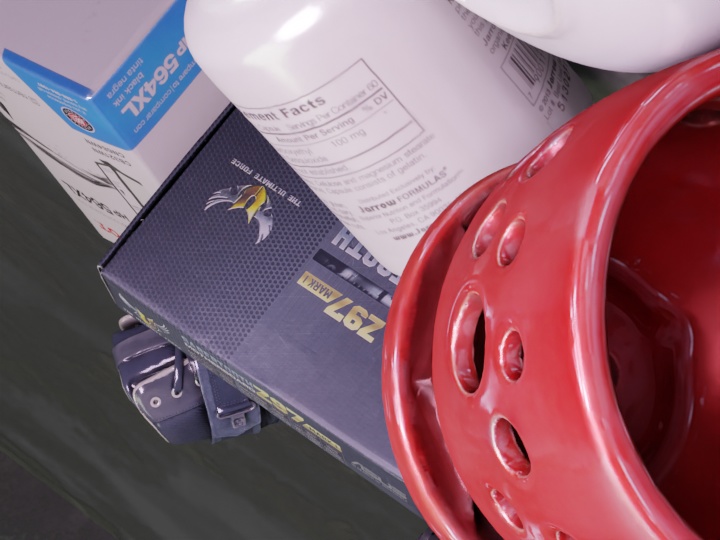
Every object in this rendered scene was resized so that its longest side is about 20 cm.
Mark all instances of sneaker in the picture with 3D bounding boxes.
[{"bbox_3d":[-0.061,0.010,1.421,0.077,0.145,0.203,-103,5,-50],"label":"sneaker"}]

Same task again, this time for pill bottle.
[{"bbox_3d":[-0.005,-0.100,1.091,0.200,0.115,0.114,47,163,-29],"label":"pill bottle"}]

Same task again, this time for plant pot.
[{"bbox_3d":[0.114,0.031,0.981,0.200,0.201,0.182,43,155,-17],"label":"plant pot"}]

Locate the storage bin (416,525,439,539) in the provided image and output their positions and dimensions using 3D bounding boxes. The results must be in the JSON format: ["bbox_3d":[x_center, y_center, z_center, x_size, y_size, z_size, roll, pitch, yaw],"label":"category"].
[{"bbox_3d":[0.069,0.287,2.030,0.094,0.135,0.200,32,164,21],"label":"storage bin"}]

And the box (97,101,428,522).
[{"bbox_3d":[0.000,0.000,1.295,0.200,0.158,0.051,34,165,21],"label":"box"}]

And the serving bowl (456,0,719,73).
[{"bbox_3d":[0.053,-0.134,0.947,0.200,0.066,0.200,37,166,11],"label":"serving bowl"}]

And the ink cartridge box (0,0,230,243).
[{"bbox_3d":[-0.118,-0.082,1.479,0.146,0.084,0.200,25,160,41],"label":"ink cartridge box"}]
